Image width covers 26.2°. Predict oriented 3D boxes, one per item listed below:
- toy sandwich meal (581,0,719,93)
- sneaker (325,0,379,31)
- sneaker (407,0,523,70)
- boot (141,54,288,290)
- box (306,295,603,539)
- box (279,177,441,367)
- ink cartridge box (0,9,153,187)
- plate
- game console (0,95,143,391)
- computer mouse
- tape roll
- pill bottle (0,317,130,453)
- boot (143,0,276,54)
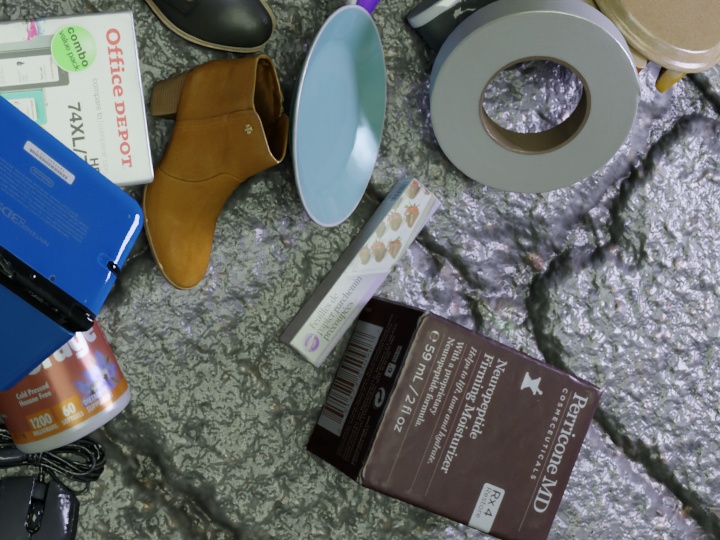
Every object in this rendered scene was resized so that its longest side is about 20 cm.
[{"bbox_3d":[0.280,-0.263,1.534,0.203,0.070,0.208,16,58,-26],"label":"toy sandwich meal"},{"bbox_3d":[0.039,-0.303,1.457,0.099,0.069,0.203,20,87,-21],"label":"sneaker"},{"bbox_3d":[0.152,-0.257,1.485,0.199,0.071,0.100,-32,108,8],"label":"sneaker"},{"bbox_3d":[-0.124,-0.085,1.372,0.070,0.143,0.204,-5,92,-49],"label":"boot"},{"bbox_3d":[0.084,0.140,1.450,0.198,0.164,0.168,23,86,-19],"label":"box"},{"bbox_3d":[0.000,0.000,1.478,0.039,0.041,0.201,40,80,-17],"label":"box"},{"bbox_3d":[-0.291,-0.135,1.313,0.197,0.146,0.149,-9,97,-18],"label":"ink cartridge box"},{"bbox_3d":[-0.025,-0.141,1.408,0.025,0.200,0.203,10,90,21],"label":"plate"},{"bbox_3d":[-0.304,-0.026,1.239,0.200,0.118,0.172,39,61,-29],"label":"game console"},{"bbox_3d":[-0.306,0.244,1.382,0.137,0.053,0.203,11,90,-20],"label":"computer mouse"},{"bbox_3d":[0.164,-0.165,1.466,0.200,0.037,0.205,0,127,1],"label":"tape roll"},{"bbox_3d":[-0.288,0.047,1.343,0.111,0.112,0.202,-27,102,-15],"label":"pill bottle"},{"bbox_3d":[-0.151,-0.258,1.358,0.198,0.138,0.078,28,84,-19],"label":"boot"}]
